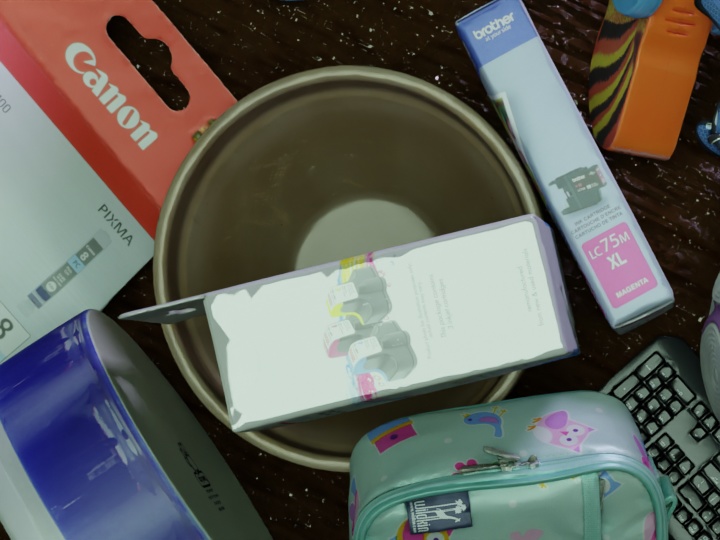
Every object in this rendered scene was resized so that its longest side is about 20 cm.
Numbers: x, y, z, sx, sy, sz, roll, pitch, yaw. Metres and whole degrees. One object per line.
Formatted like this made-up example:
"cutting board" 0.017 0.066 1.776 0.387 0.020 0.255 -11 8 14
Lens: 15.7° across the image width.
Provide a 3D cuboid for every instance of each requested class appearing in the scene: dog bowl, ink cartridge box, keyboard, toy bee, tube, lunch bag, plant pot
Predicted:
"dog bowl" -0.110 0.121 1.292 0.079 0.200 0.201 -34 83 2
"ink cartridge box" 0.097 -0.065 1.309 0.042 0.119 0.201 -25 84 5
"ink cartridge box" -0.002 0.031 1.230 0.198 0.115 0.068 -13 86 8
"keyboard" 0.186 0.137 1.330 0.104 0.040 0.200 -42 82 4
"toy bee" 0.164 -0.162 1.324 0.130 0.109 0.200 31 109 -27
"tube" -0.233 -0.099 1.399 0.198 0.050 0.078 -15 94 3
"lunch bag" 0.079 0.157 1.280 0.159 0.077 0.201 -7 121 2
"plant pot" 0.000 0.000 1.335 0.199 0.093 0.203 0 89 8
"ink cartridge box" -0.169 -0.056 1.364 0.200 0.047 0.160 -40 99 6

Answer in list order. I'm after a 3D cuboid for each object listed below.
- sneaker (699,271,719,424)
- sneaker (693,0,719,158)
"sneaker" 0.225 0.074 1.278 0.099 0.075 0.201 -17 107 -2
"sneaker" 0.213 -0.057 1.260 0.089 0.078 0.202 -18 83 19
